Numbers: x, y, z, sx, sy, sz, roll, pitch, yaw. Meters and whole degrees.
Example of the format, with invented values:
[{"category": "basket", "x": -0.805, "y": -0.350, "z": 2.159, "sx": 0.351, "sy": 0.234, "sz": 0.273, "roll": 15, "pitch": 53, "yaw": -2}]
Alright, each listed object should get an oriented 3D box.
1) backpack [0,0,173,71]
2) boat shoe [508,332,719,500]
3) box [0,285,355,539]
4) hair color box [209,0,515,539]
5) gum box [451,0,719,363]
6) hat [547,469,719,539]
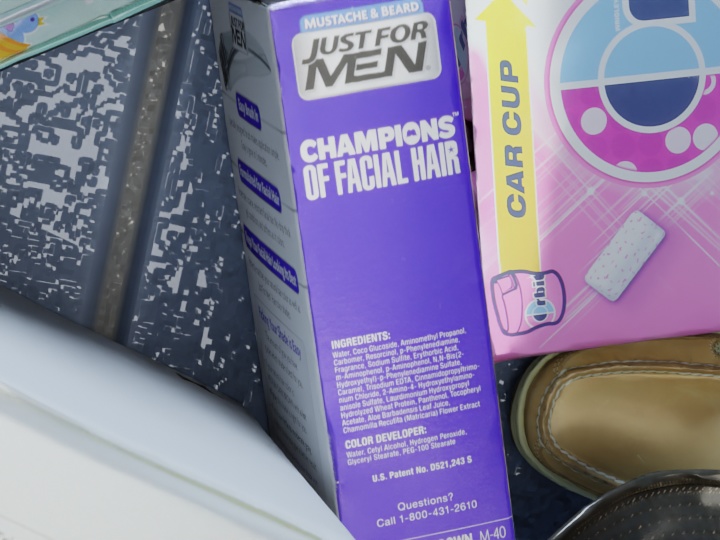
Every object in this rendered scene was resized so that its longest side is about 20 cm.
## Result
[{"category": "backpack", "x": -0.111, "y": -0.167, "z": 0.835, "sx": 0.176, "sy": 0.153, "sz": 0.200, "roll": -22, "pitch": 98, "yaw": -3}, {"category": "boat shoe", "x": 0.154, "y": 0.063, "z": 0.977, "sx": 0.200, "sy": 0.076, "sz": 0.072, "roll": 7, "pitch": 99, "yaw": -14}, {"category": "box", "x": -0.134, "y": 0.098, "z": 0.853, "sx": 0.200, "sy": 0.199, "sz": 0.171, "roll": 28, "pitch": 93, "yaw": -17}, {"category": "hair color box", "x": 0.000, "y": 0.000, "z": 0.912, "sx": 0.065, "sy": 0.109, "sz": 0.200, "roll": -12, "pitch": 104, "yaw": -11}, {"category": "gum box", "x": 0.082, "y": -0.078, "z": 0.937, "sx": 0.113, "sy": 0.066, "sz": 0.200, "roll": -7, "pitch": 102, "yaw": -13}, {"category": "hat", "x": 0.112, "y": 0.167, "z": 0.891, "sx": 0.201, "sy": 0.081, "sz": 0.201, "roll": -4, "pitch": 104, "yaw": -19}]
